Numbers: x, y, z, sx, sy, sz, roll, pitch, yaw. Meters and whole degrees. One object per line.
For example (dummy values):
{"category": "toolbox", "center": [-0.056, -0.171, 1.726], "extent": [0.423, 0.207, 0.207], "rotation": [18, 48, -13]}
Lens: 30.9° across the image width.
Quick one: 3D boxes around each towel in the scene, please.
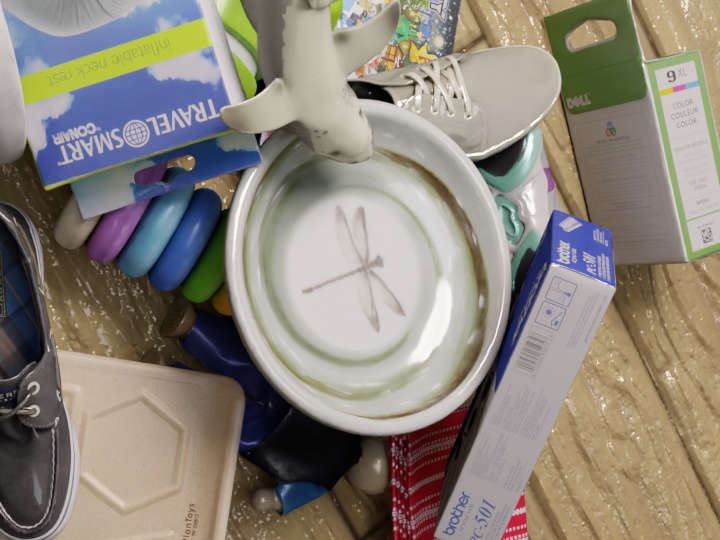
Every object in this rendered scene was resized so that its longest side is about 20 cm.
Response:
{"category": "towel", "center": [0.077, 0.199, 0.934], "extent": [0.143, 0.022, 0.204], "rotation": [-5, 92, -46]}

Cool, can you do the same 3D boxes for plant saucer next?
{"category": "plant saucer", "center": [0.000, 0.000, 0.795], "extent": [0.197, 0.050, 0.204], "rotation": [6, 78, -29]}

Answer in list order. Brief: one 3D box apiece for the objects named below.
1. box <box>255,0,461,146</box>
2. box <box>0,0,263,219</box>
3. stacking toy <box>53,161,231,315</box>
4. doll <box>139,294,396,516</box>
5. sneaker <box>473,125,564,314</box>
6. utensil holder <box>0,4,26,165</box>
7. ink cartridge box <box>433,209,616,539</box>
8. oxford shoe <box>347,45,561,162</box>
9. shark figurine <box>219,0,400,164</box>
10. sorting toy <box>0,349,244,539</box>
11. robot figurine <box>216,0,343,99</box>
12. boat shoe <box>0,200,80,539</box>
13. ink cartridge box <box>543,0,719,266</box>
{"category": "box", "center": [-0.001, -0.162, 0.911], "extent": [0.135, 0.038, 0.203], "rotation": [12, 84, -26]}
{"category": "box", "center": [-0.139, -0.136, 0.711], "extent": [0.120, 0.048, 0.203], "rotation": [-16, 100, 9]}
{"category": "stacking toy", "center": [-0.088, -0.005, 0.816], "extent": [0.199, 0.085, 0.086], "rotation": [32, 75, -12]}
{"category": "doll", "center": [-0.050, 0.093, 0.876], "extent": [0.199, 0.048, 0.138], "rotation": [34, 75, -22]}
{"category": "sneaker", "center": [0.123, -0.035, 0.947], "extent": [0.139, 0.077, 0.203], "rotation": [20, 59, -61]}
{"category": "utensil holder", "center": [-0.300, -0.111, 0.685], "extent": [0.198, 0.169, 0.172], "rotation": [-20, 98, -24]}
{"category": "ink cartridge box", "center": [0.102, 0.072, 0.823], "extent": [0.044, 0.094, 0.202], "rotation": [21, 113, 1]}
{"category": "oxford shoe", "center": [0.046, -0.108, 0.856], "extent": [0.197, 0.058, 0.076], "rotation": [-16, 66, -15]}
{"category": "shark figurine", "center": [-0.031, -0.158, 0.698], "extent": [0.127, 0.089, 0.217], "rotation": [-12, 129, -37]}
{"category": "sorting toy", "center": [-0.180, 0.144, 0.794], "extent": [0.197, 0.036, 0.188], "rotation": [9, 85, -6]}
{"category": "robot figurine", "center": [-0.098, -0.179, 0.817], "extent": [0.173, 0.116, 0.202], "rotation": [24, 78, -6]}
{"category": "boat shoe", "center": [-0.201, 0.058, 0.745], "extent": [0.069, 0.066, 0.204], "rotation": [-4, 86, -7]}
{"category": "ink cartridge box", "center": [0.211, -0.107, 0.983], "extent": [0.059, 0.103, 0.203], "rotation": [-17, 97, -26]}
